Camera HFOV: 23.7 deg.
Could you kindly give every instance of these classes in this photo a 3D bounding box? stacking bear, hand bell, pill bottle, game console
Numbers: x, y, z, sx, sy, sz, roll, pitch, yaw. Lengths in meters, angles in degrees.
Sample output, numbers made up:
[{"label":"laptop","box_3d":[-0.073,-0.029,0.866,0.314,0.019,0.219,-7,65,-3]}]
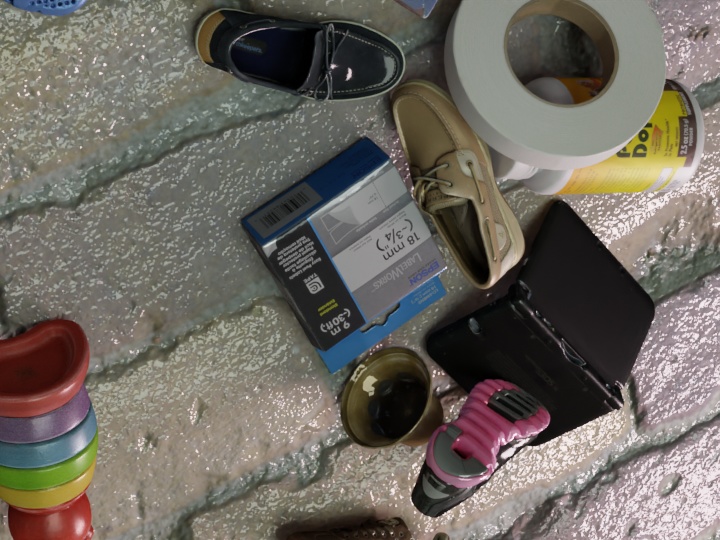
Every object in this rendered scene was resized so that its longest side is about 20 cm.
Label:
[{"label":"stacking bear","box_3d":[-0.281,0.163,1.504,0.121,0.114,0.201,-15,123,-20]},{"label":"hand bell","box_3d":[0.077,0.161,1.707,0.104,0.104,0.200,-50,137,2]},{"label":"pill bottle","box_3d":[0.215,-0.126,1.611,0.199,0.109,0.110,-3,114,-26]},{"label":"game console","box_3d":[0.185,0.058,1.739,0.176,0.117,0.200,-29,128,24]}]

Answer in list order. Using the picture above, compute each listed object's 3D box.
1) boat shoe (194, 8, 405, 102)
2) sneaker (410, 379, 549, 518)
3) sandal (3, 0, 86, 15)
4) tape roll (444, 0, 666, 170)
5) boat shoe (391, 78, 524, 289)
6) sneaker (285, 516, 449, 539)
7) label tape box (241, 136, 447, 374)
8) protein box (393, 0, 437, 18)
[{"label":"boat shoe","box_3d":[-0.045,-0.183,1.484,0.199,0.062,0.075,7,108,-31]},{"label":"sneaker","box_3d":[0.110,0.175,1.652,0.200,0.079,0.096,-28,150,-51]},{"label":"sandal","box_3d":[-0.285,-0.259,1.313,0.200,0.087,0.080,34,94,-36]},{"label":"tape roll","box_3d":[0.175,-0.189,1.533,0.202,0.037,0.204,3,73,-10]},{"label":"boat shoe","box_3d":[0.083,-0.079,1.556,0.200,0.071,0.065,59,40,-11]},{"label":"sneaker","box_3d":[0.007,0.279,1.736,0.200,0.070,0.076,23,82,-36]},{"label":"label tape box","box_3d":[0.000,0.000,1.590,0.144,0.063,0.200,-35,123,-8]},{"label":"protein box","box_3d":[0.013,-0.338,1.355,0.135,0.200,0.199,27,99,-33]}]
